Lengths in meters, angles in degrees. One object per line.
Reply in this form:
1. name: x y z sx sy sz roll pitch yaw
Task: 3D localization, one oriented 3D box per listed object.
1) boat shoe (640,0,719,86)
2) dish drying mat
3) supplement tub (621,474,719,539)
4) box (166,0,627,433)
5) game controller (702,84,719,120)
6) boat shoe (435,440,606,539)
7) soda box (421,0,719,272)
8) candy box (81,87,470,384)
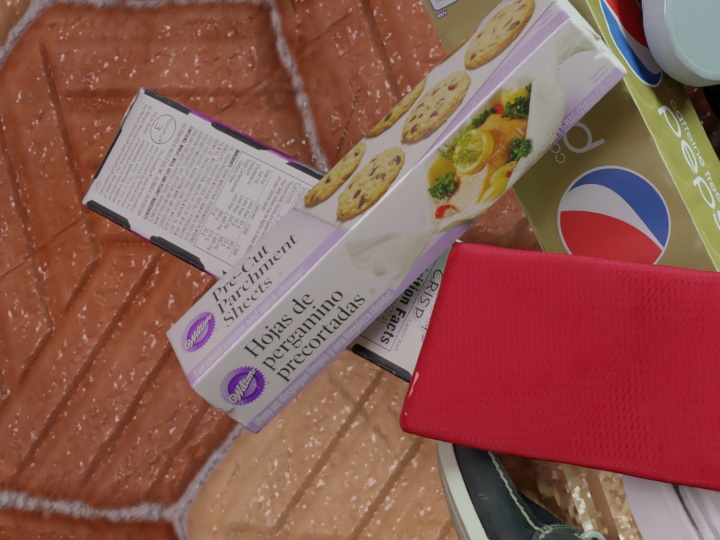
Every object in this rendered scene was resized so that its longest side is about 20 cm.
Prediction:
1. boat shoe: 0.143 -0.156 1.062 0.091 0.071 0.201 -13 50 55
2. dish drying mat: 0.103 0.036 0.902 0.200 0.018 0.077 7 75 41
3. supplement tub: 0.207 0.057 0.920 0.200 0.145 0.145 -37 58 19
4. box: 0.012 -0.024 0.971 0.200 0.039 0.041 -44 36 11
5. game controller: 0.228 -0.112 1.033 0.200 0.042 0.104 -42 71 17
6. boat shoe: 0.085 0.137 1.035 0.067 0.072 0.200 -25 55 -4
7. soda box: 0.095 -0.052 1.024 0.064 0.068 0.200 -24 94 25
8. candy box: 0.000 0.000 1.083 0.200 0.136 0.061 28 91 36
